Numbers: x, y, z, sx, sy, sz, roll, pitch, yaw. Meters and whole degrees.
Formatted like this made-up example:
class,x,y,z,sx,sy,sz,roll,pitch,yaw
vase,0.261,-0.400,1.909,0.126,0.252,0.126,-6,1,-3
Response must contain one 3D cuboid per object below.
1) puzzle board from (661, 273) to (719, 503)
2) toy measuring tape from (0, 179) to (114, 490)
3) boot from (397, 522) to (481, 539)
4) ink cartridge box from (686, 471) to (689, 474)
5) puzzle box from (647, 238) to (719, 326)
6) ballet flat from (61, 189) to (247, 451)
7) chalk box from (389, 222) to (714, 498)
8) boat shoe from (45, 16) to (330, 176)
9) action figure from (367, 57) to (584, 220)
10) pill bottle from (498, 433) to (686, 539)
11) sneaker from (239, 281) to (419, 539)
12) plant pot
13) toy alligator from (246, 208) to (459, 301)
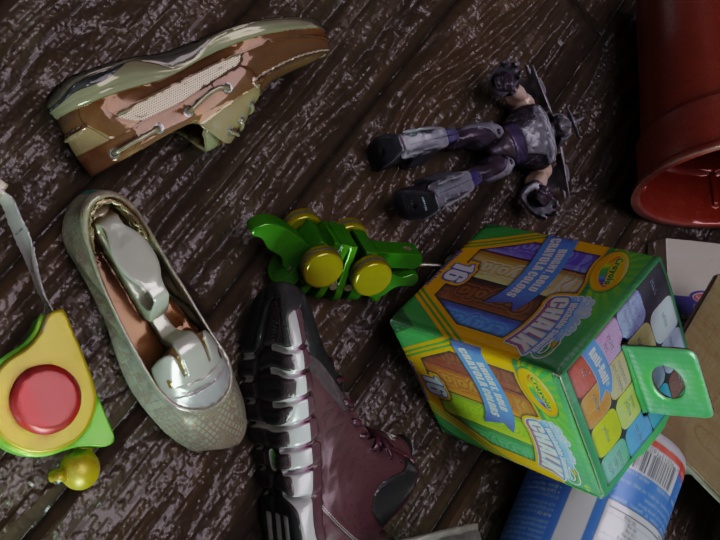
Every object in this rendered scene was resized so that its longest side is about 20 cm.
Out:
class,x,y,z,sx,sy,sz,roll,pitch,yaw
puzzle board,0.318,0.124,0.863,0.200,0.017,0.151,44,64,-12
toy measuring tape,-0.214,0.045,0.656,0.073,0.074,0.201,-23,92,-28
boot,0.033,0.276,0.679,0.181,0.072,0.201,-8,80,-38
ink cartridge box,0.335,0.144,0.900,0.145,0.048,0.201,-20,91,-28
puzzle box,0.345,0.045,0.964,0.199,0.025,0.134,5,80,-26
ballet flat,-0.134,0.037,0.701,0.067,0.062,0.200,-36,98,-27
chalk box,0.145,0.063,0.744,0.124,0.200,0.125,-43,125,-26
boat shoe,-0.112,-0.119,0.738,0.199,0.076,0.074,-22,97,-20
action figure,0.108,-0.095,0.845,0.199,0.069,0.131,-21,86,-31
pill bottle,0.159,0.211,0.793,0.112,0.112,0.201,35,68,-18
sneaker,-0.017,0.104,0.751,0.115,0.076,0.201,-6,95,-33
plant pot,0.319,-0.161,0.903,0.200,0.201,0.196,7,70,-26
toy alligator,0.000,0.000,0.786,0.199,0.059,0.054,10,121,-32
